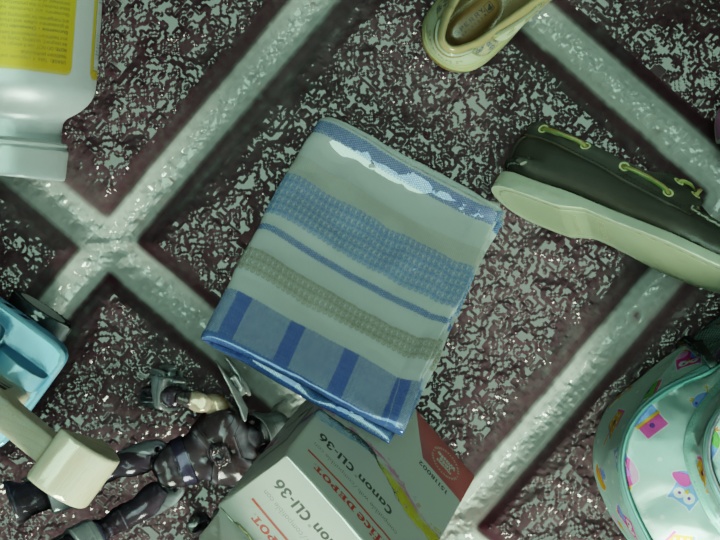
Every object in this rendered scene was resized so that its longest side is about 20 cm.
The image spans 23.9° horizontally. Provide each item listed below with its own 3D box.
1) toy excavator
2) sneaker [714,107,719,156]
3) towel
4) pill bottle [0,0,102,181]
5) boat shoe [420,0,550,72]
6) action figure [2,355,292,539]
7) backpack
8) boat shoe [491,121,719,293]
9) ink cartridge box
[{"bbox_3d":[-0.234,0.069,1.060,0.194,0.200,0.100,37,91,-3],"label":"toy excavator"},{"bbox_3d":[0.325,-0.056,1.146,0.088,0.080,0.200,-45,98,-7],"label":"sneaker"},{"bbox_3d":[0.000,0.000,1.104,0.147,0.024,0.200,29,56,-3],"label":"towel"},{"bbox_3d":[-0.223,-0.161,1.094,0.112,0.112,0.200,5,92,-3],"label":"pill bottle"},{"bbox_3d":[0.121,-0.213,1.131,0.073,0.063,0.200,39,90,-3],"label":"boat shoe"},{"bbox_3d":[-0.133,0.133,1.136,0.200,0.069,0.130,-22,87,-13],"label":"action figure"},{"bbox_3d":[0.259,0.123,1.111,0.200,0.153,0.176,-31,98,1],"label":"backpack"},{"bbox_3d":[0.188,-0.041,1.117,0.201,0.072,0.061,23,76,16],"label":"boat shoe"},{"bbox_3d":[-0.011,0.149,1.071,0.067,0.200,0.117,-40,94,28],"label":"ink cartridge box"}]
